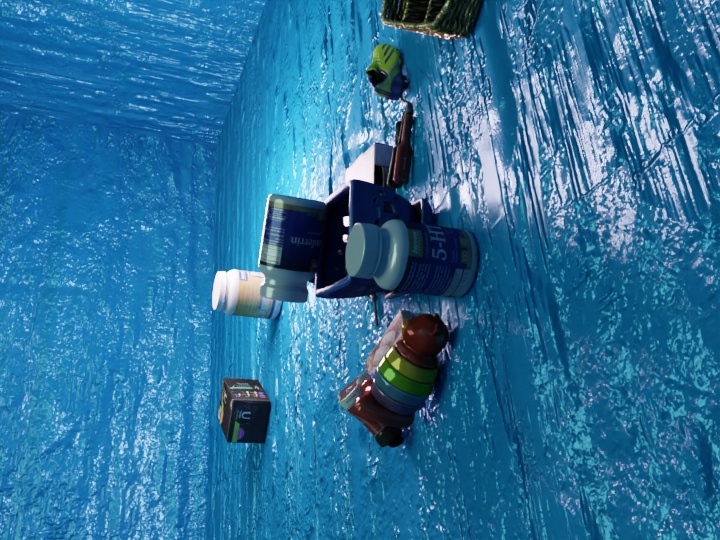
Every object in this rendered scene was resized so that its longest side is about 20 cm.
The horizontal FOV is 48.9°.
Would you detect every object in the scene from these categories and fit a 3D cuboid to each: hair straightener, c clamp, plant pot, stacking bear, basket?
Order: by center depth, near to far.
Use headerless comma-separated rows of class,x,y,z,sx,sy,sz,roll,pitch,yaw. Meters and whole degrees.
stacking bear,0.086,0.166,1.394,0.200,0.114,0.121,-64,-2,19
basket,0.137,-0.531,1.433,0.143,0.149,0.200,-141,61,-67
plant pot,0.029,-0.047,1.515,0.200,0.180,0.200,151,124,-67
hair straightener,0.079,-0.267,1.657,0.077,0.041,0.200,156,119,-67
c clamp,0.000,0.000,1.726,0.200,0.027,0.171,-122,29,-55

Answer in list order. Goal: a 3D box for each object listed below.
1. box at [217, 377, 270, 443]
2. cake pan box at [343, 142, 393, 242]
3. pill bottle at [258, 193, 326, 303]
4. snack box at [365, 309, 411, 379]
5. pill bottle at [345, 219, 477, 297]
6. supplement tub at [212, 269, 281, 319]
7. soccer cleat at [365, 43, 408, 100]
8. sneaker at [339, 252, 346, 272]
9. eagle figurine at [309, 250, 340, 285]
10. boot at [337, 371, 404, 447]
box,-0.375,0.447,2.534,0.200,0.124,0.149,-145,62,-67
cake pan box,0.016,-0.171,1.783,0.200,0.052,0.184,147,125,-65
pill bottle,-0.136,-0.043,1.535,0.116,0.116,0.200,-156,74,-69
snack box,0.059,0.163,1.586,0.200,0.024,0.072,120,148,-47
pill bottle,0.083,-0.022,1.327,0.120,0.200,0.120,-173,90,-70
supplement tub,-0.357,0.075,2.501,0.145,0.200,0.145,-173,90,-70
soccer cleat,0.048,-0.446,1.741,0.200,0.084,0.065,-103,28,-44
sneaker,-0.038,-0.021,1.872,0.070,0.075,0.200,108,-178,-54
eagle figurine,-0.091,-0.050,1.695,0.152,0.151,0.200,-58,5,-2
boot,0.027,0.276,1.543,0.072,0.144,0.200,-43,1,5
